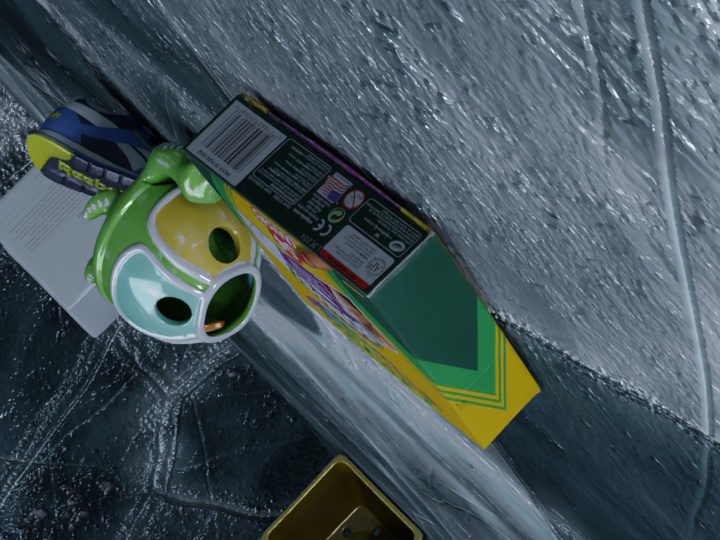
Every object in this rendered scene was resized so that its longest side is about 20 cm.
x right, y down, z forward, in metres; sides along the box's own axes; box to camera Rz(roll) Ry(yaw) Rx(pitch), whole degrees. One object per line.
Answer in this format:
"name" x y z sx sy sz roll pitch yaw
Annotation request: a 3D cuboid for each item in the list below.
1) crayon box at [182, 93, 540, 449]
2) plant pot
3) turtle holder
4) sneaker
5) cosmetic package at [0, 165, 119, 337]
"crayon box" 0.000 0.000 1.058 0.200 0.058 0.173 38 169 43
"plant pot" -0.013 0.448 2.843 0.195 0.194 0.200 43 177 18
"turtle holder" -0.141 -0.024 1.459 0.132 0.186 0.141 42 -157 29
"sneaker" -0.206 -0.098 1.606 0.199 0.082 0.074 29 144 -2
"cosmetic package" -0.416 -0.043 2.538 0.200 0.166 0.167 42 171 15
